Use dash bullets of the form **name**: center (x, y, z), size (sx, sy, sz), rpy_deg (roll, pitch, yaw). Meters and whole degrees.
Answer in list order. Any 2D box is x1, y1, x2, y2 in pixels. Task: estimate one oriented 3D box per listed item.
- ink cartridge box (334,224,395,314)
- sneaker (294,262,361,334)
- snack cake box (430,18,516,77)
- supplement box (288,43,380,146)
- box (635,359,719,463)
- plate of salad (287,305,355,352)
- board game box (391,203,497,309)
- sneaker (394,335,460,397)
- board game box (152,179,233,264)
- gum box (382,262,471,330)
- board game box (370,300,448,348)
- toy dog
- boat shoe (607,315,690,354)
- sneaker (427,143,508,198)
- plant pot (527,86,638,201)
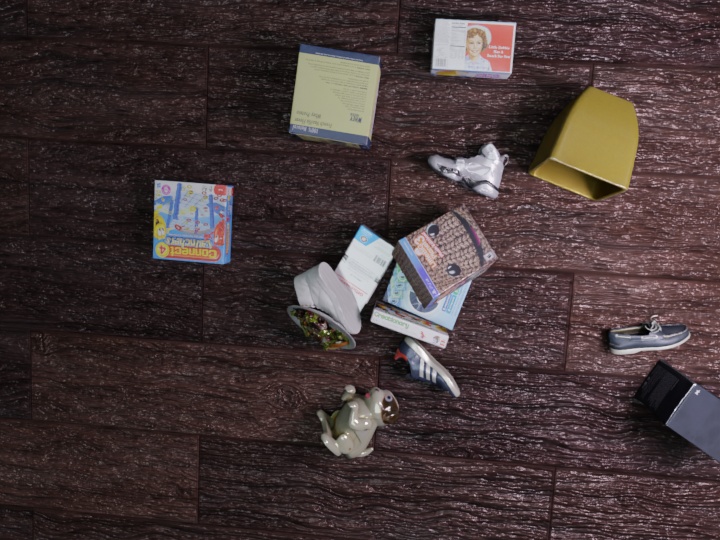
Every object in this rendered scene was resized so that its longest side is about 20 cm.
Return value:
- **ink cartridge box**: center (0.000, 0.000, 1.548), size (0.114, 0.068, 0.203), rpy_deg (31, 98, 1)
- **sneaker**: center (-0.085, 0.080, 1.507), size (0.113, 0.074, 0.203), rpy_deg (-19, 111, 34)
- **snack cake box**: center (0.271, -0.537, 1.469), size (0.193, 0.067, 0.119), rpy_deg (5, 95, 3)
- **supplement box**: center (-0.058, -0.415, 1.472), size (0.193, 0.134, 0.207), rpy_deg (9, 97, 3)
- **box**: center (0.809, 0.342, 1.464), size (0.197, 0.197, 0.126), rpy_deg (34, 98, 0)
- **plate of salad**: center (-0.103, 0.152, 1.515), size (0.196, 0.201, 0.049), rpy_deg (29, 68, 1)
- **board game box**: center (0.201, -0.035, 1.464), size (0.197, 0.097, 0.162), rpy_deg (-29, 78, -16)
- **sneaker**: center (0.168, 0.266, 1.567), size (0.200, 0.075, 0.085), rpy_deg (45, 96, 8)
- **board game box**: center (-0.435, -0.126, 1.572), size (0.193, 0.056, 0.203), rpy_deg (4, 96, 4)
- **gum box**: center (0.176, 0.031, 1.551), size (0.195, 0.045, 0.175), rpy_deg (22, 97, 1)
- **board game box**: center (0.123, 0.134, 1.526), size (0.194, 0.126, 0.036), rpy_deg (20, 98, 1)
- **toy dog**: center (0.010, 0.387, 1.560), size (0.199, 0.140, 0.195), rpy_deg (-39, 106, 7)
- **boat shoe**: center (0.718, 0.157, 1.514), size (0.194, 0.075, 0.064), rpy_deg (-11, 107, 14)
- **sneaker**: center (0.269, -0.268, 1.498), size (0.195, 0.075, 0.118), rpy_deg (24, 97, -4)
- **plant pot**: center (0.535, -0.304, 1.422), size (0.189, 0.196, 0.206), rpy_deg (21, 89, 1)
